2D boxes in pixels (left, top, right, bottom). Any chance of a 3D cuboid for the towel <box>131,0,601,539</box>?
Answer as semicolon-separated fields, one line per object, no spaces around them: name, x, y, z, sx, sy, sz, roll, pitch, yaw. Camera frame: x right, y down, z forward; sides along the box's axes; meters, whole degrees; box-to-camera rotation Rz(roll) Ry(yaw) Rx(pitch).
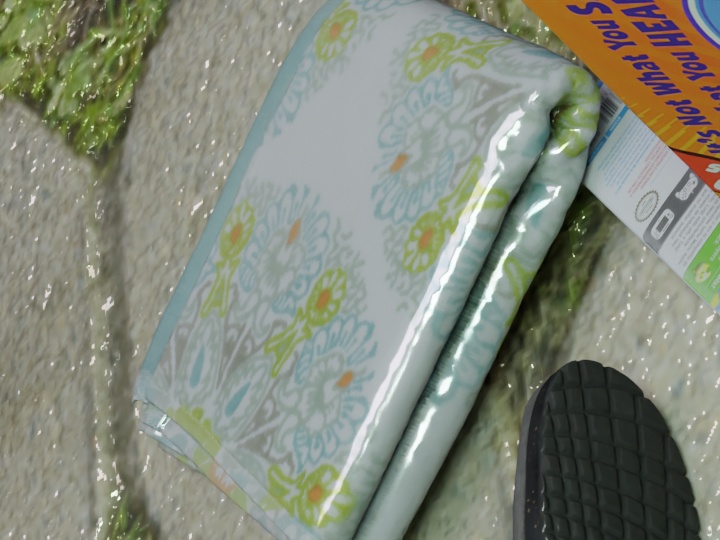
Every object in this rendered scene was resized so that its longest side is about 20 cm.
towel;0.000;0.000;1.043;0.171;0.048;0.200;33;99;57

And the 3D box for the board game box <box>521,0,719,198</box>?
board game box;0.154;-0.161;0.794;0.200;0.200;0.200;-11;60;30

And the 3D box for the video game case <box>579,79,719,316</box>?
video game case;0.152;-0.048;0.918;0.143;0.018;0.200;-55;38;11

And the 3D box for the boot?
boot;0.040;0.134;0.912;0.132;0.070;0.200;-31;44;43
